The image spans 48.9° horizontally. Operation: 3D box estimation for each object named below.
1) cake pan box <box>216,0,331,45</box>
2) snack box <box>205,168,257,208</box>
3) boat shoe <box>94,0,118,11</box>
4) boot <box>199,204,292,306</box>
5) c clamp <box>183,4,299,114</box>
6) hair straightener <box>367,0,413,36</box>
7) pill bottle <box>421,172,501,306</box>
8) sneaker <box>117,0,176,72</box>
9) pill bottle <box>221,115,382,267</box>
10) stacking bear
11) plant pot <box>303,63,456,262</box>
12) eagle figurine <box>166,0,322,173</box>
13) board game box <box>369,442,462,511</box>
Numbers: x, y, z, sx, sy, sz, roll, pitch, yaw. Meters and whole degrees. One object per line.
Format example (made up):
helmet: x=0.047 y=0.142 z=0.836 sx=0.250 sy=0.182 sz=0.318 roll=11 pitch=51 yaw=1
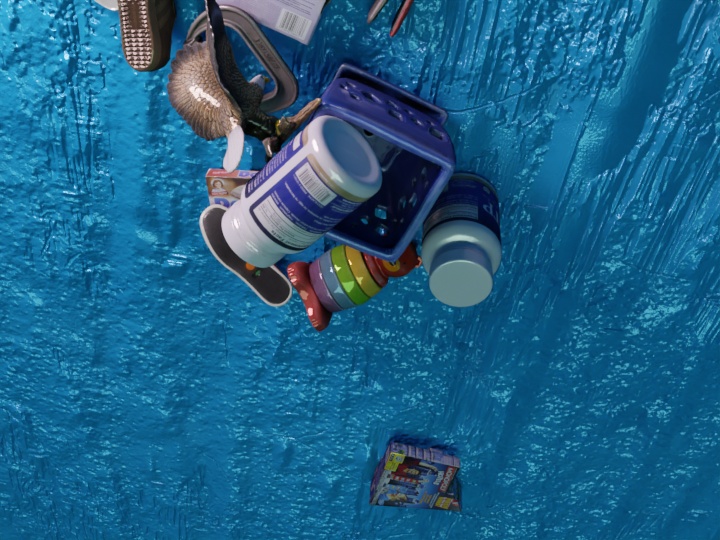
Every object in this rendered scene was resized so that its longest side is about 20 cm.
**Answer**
cake pan box: x=-0.114 y=-0.409 z=1.008 sx=0.200 sy=0.052 sz=0.184 roll=21 pitch=132 yaw=-10
snack box: x=-0.145 y=-0.124 z=1.273 sx=0.200 sy=0.024 sz=0.072 roll=3 pitch=133 yaw=5
boat shoe: x=-0.384 y=-0.413 z=1.028 sx=0.075 sy=0.068 sz=0.200 roll=-31 pitch=120 yaw=30
boot: x=-0.193 y=-0.021 z=1.327 sx=0.072 sy=0.144 sz=0.200 roll=-40 pitch=95 yaw=-6
c clamp: x=-0.177 y=-0.275 z=1.112 sx=0.171 sy=0.027 sz=0.200 roll=-5 pitch=135 yaw=31
hair straightener: x=0.055 y=-0.398 z=1.000 sx=0.077 sy=0.041 sz=0.200 roll=24 pitch=130 yaw=-13
pill bottle: x=0.151 y=-0.045 z=1.186 sx=0.120 sy=0.200 sz=0.120 roll=4 pitch=131 yaw=4
sneaker: x=-0.284 y=-0.370 z=1.060 sx=0.070 sy=0.076 sz=0.200 roll=12 pitch=110 yaw=11
pill bottle: x=-0.078 y=-0.092 z=0.995 sx=0.116 sy=0.116 sz=0.200 roll=39 pitch=125 yaw=-24
stacking bear: x=0.000 y=0.000 z=1.308 sx=0.200 sy=0.114 sz=0.122 roll=-24 pitch=97 yaw=13
plant pot: x=0.010 y=-0.163 z=1.117 sx=0.200 sy=0.180 sz=0.200 roll=23 pitch=130 yaw=-11
eagle figurine: x=-0.167 y=-0.232 z=1.013 sx=0.200 sy=0.151 sz=0.152 roll=42 pitch=99 yaw=-9
board game box: x=0.138 y=0.447 z=1.703 sx=0.200 sy=0.062 sz=0.200 roll=13 pitch=131 yaw=-5
